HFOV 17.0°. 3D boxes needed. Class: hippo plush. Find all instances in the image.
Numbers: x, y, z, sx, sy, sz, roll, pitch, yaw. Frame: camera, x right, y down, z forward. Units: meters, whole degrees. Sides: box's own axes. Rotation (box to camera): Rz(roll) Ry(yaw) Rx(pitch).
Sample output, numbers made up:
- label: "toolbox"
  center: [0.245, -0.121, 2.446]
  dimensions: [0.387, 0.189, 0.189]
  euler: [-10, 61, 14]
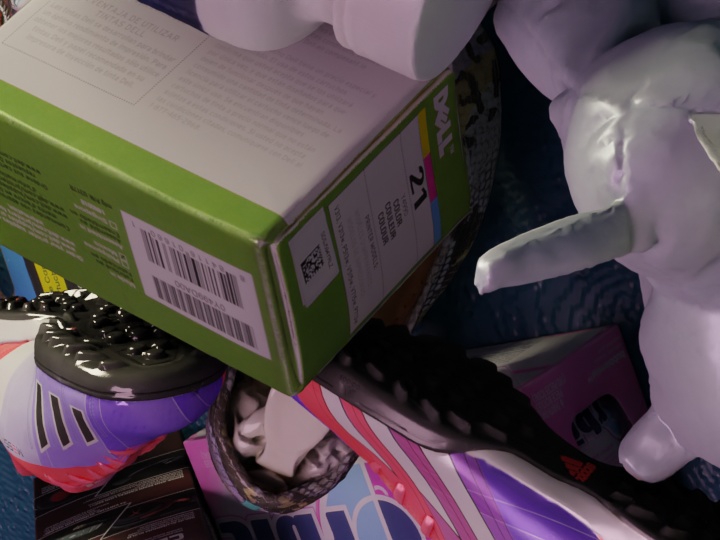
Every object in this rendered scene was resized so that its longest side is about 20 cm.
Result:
- label: "hippo plush"
  center: [0.135, -0.019, 0.739]
  dimensions: [0.159, 0.200, 0.161]
  euler: [-17, 123, 15]

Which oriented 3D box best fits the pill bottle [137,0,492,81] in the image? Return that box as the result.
- label: "pill bottle"
  center: [-0.051, -0.137, 0.751]
  dimensions: [0.199, 0.111, 0.111]
  euler: [26, 128, 14]

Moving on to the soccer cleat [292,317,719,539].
- label: "soccer cleat"
  center: [0.048, 0.083, 0.798]
  dimensions: [0.199, 0.068, 0.073]
  euler: [29, 111, 13]

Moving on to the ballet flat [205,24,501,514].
- label: "ballet flat"
  center: [0.000, 0.000, 0.868]
  dimensions: [0.072, 0.072, 0.201]
  euler: [28, 101, 28]

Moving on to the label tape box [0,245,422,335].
- label: "label tape box"
  center: [-0.084, -0.027, 0.984]
  dimensions: [0.199, 0.063, 0.145]
  euler: [-5, 107, 43]

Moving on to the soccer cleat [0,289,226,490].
- label: "soccer cleat"
  center: [-0.095, 0.049, 0.889]
  dimensions: [0.200, 0.068, 0.074]
  euler: [-173, 77, -67]

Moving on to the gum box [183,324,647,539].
- label: "gum box"
  center: [0.035, 0.096, 0.940]
  dimensions: [0.199, 0.066, 0.114]
  euler: [-12, 103, 45]

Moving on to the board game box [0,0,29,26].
- label: "board game box"
  center: [-0.100, -0.167, 0.902]
  dimensions: [0.120, 0.032, 0.201]
  euler: [38, 118, 39]

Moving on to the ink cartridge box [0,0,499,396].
- label: "ink cartridge box"
  center: [-0.020, -0.073, 0.827]
  dimensions: [0.147, 0.200, 0.076]
  euler: [26, 146, 30]

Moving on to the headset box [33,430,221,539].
- label: "headset box"
  center: [-0.078, 0.167, 0.998]
  dimensions: [0.200, 0.075, 0.149]
  euler: [-127, 18, -76]
